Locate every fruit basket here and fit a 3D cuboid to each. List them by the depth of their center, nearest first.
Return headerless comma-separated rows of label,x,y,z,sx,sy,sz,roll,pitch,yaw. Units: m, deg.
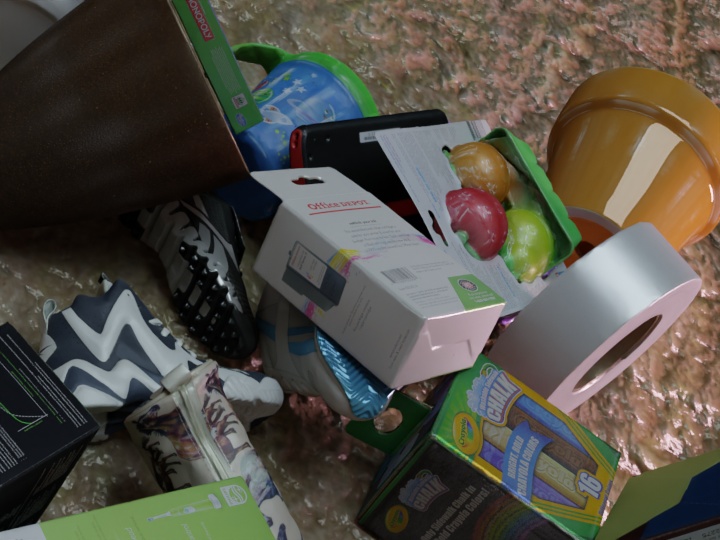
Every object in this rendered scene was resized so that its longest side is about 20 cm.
fruit basket,0.102,-0.045,1.401,0.199,0.094,0.186,-17,74,-52

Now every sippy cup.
sippy cup,-0.070,-0.112,1.442,0.177,0.141,0.130,29,42,29

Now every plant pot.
plant pot,-0.214,-0.116,1.257,0.199,0.187,0.188,-25,59,-2
plant pot,0.262,-0.072,1.624,0.200,0.200,0.184,37,52,0

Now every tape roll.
tape roll,0.206,0.050,1.425,0.071,0.203,0.202,49,39,16

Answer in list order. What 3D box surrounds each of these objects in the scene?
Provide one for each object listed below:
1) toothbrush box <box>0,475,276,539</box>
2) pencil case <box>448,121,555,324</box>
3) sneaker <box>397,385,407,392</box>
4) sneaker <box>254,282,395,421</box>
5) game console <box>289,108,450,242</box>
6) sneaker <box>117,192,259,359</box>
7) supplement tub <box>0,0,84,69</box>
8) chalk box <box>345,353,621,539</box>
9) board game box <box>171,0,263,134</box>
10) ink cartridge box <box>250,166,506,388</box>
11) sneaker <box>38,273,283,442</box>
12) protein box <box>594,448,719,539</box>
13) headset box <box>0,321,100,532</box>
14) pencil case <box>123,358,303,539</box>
toothbrush box,-0.161,0.218,0.996,0.199,0.146,0.086,-5,54,-43
pencil case,0.113,-0.041,1.542,0.084,0.086,0.200,-17,61,-46
sneaker,0.042,0.056,1.388,0.078,0.077,0.199,50,40,14
sneaker,-0.029,0.070,1.267,0.076,0.081,0.200,14,20,-27
game console,0.015,-0.048,1.427,0.199,0.031,0.179,-13,99,-46
sneaker,-0.125,-0.015,1.336,0.090,0.067,0.201,-12,56,-42
supplement tub,-0.274,-0.243,1.395,0.139,0.141,0.201,27,38,-13
chalk box,0.085,0.159,1.275,0.199,0.125,0.124,37,37,-2
board game box,-0.141,-0.223,1.303,0.135,0.029,0.201,-120,-174,-61
ink cartridge box,0.000,0.000,1.250,0.200,0.068,0.117,40,27,28
sneaker,-0.157,0.060,1.219,0.197,0.080,0.131,-2,59,-27
protein box,0.285,0.259,1.223,0.202,0.134,0.198,68,22,-3
headset box,-0.279,0.149,0.951,0.093,0.174,0.200,45,39,10
pencil case,-0.091,0.161,1.112,0.077,0.089,0.201,-28,90,-28
